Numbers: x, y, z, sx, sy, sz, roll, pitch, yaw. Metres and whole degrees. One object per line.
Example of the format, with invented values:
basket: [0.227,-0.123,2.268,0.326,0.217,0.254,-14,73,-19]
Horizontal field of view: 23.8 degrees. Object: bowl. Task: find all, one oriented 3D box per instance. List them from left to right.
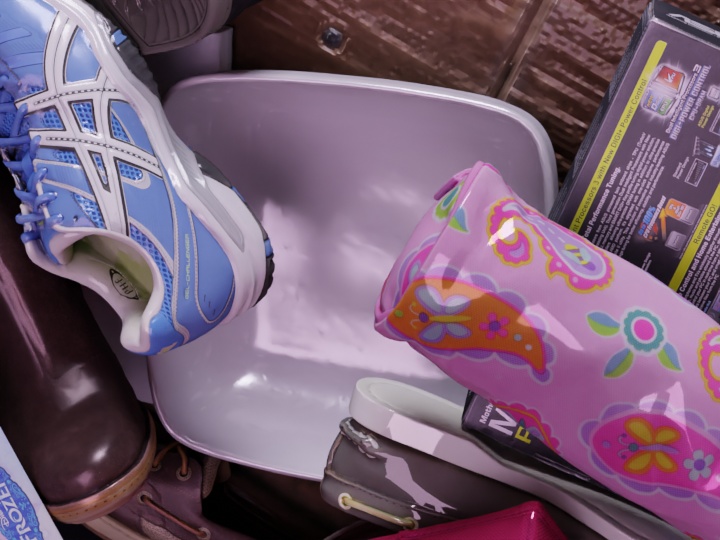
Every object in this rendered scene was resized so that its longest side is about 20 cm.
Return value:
bowl: [0.000,0.000,0.825,0.199,0.075,0.201,8,109,14]

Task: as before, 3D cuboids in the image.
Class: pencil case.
pencil case: [0.104,0.039,0.685,0.200,0.087,0.088,32,115,-3]

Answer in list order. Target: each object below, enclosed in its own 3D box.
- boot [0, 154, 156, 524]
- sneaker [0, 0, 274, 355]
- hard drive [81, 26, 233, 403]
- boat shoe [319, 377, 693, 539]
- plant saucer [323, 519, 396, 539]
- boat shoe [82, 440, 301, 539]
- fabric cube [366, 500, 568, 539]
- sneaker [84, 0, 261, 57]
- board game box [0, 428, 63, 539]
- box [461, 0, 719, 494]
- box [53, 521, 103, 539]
boot: [-0.165,0.010,0.788,0.072,0.200,0.167,-26,121,-7]
sneaker: [-0.124,-0.050,0.754,0.200,0.077,0.076,47,138,0]
hard drive: [-0.132,-0.032,0.888,0.131,0.026,0.201,8,111,16]
boat shoe: [0.079,0.115,0.764,0.201,0.072,0.060,25,101,5]
plant saucer: [0.040,0.209,0.884,0.199,0.032,0.201,0,105,0]
boat shoe: [-0.095,0.119,0.909,0.200,0.072,0.072,40,101,3]
fabric cube: [0.026,0.248,0.719,0.199,0.200,0.196,-17,129,29]
sneaker: [-0.108,-0.139,0.816,0.199,0.106,0.075,6,114,38]
board game box: [-0.248,0.096,0.796,0.200,0.041,0.200,-37,79,34]
box: [0.154,0.008,0.731,0.160,0.044,0.201,23,111,2]
box: [-0.253,0.176,0.933,0.198,0.123,0.200,-32,96,33]
